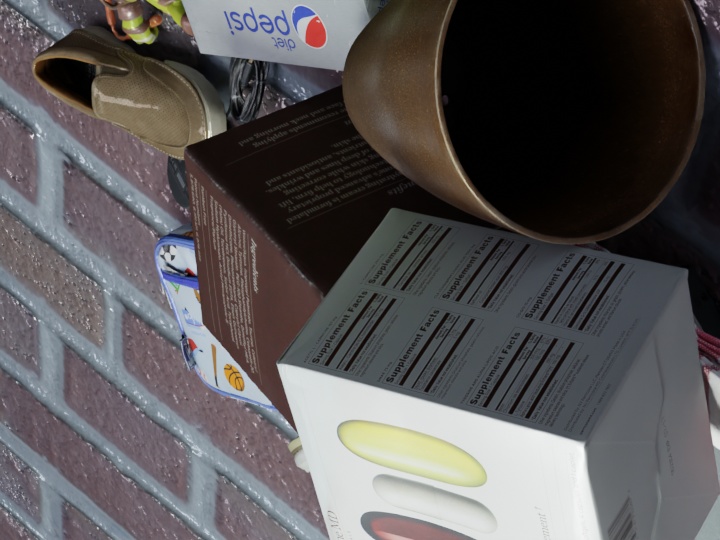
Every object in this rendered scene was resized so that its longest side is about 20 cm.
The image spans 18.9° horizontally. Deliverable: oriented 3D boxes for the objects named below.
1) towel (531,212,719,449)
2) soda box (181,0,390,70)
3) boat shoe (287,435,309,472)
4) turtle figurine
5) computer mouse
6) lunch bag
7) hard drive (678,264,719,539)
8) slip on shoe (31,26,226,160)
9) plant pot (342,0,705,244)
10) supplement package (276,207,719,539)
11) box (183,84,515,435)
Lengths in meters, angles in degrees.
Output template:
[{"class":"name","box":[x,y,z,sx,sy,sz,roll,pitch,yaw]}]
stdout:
[{"class":"towel","box":[0.188,0.047,1.353,0.200,0.030,0.146,40,169,20]},{"class":"soda box","box":[-0.038,-0.184,1.485,0.199,0.063,0.069,11,130,46]},{"class":"boat shoe","box":[0.010,0.136,1.717,0.069,0.075,0.200,59,147,0]},{"class":"turtle figurine","box":[-0.171,-0.233,1.605,0.161,0.064,0.201,26,139,36]},{"class":"computer mouse","box":[-0.103,-0.112,1.674,0.059,0.034,0.200,64,146,20]},{"class":"lunch bag","box":[-0.080,0.029,1.734,0.199,0.075,0.161,10,126,46]},{"class":"hard drive","box":[0.221,0.098,1.454,0.139,0.033,0.201,-19,106,56]},{"class":"slip on shoe","box":[-0.181,-0.137,1.689,0.200,0.060,0.076,35,130,39]},{"class":"plant pot","box":[0.076,-0.114,1.323,0.200,0.187,0.188,6,126,61]},{"class":"supplement package","box":[0.086,0.095,1.283,0.199,0.147,0.192,13,137,30]},{"class":"box","box":[0.000,0.000,1.476,0.200,0.165,0.165,46,149,41]}]
